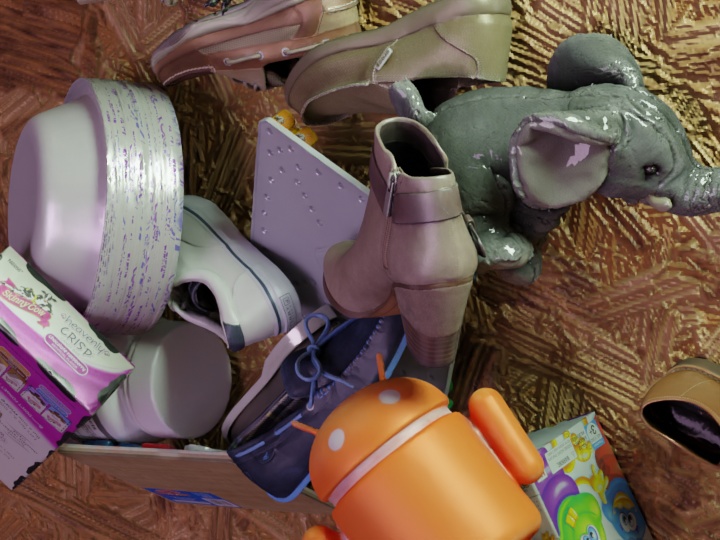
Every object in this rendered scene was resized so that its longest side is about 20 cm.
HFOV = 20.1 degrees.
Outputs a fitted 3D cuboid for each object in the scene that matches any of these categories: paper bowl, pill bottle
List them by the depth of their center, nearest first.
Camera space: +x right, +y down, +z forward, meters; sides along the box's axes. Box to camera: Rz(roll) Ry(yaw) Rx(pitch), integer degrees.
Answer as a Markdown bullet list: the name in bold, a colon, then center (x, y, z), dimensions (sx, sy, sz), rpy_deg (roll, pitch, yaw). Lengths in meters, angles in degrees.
- **paper bowl**: center (-0.214, -0.051, 1.591), dimensions (0.201, 0.104, 0.201), rpy_deg (-178, 90, -69)
- **pill bottle**: center (-0.211, 0.090, 1.700), dimensions (0.200, 0.114, 0.114), rpy_deg (-2, 107, 39)

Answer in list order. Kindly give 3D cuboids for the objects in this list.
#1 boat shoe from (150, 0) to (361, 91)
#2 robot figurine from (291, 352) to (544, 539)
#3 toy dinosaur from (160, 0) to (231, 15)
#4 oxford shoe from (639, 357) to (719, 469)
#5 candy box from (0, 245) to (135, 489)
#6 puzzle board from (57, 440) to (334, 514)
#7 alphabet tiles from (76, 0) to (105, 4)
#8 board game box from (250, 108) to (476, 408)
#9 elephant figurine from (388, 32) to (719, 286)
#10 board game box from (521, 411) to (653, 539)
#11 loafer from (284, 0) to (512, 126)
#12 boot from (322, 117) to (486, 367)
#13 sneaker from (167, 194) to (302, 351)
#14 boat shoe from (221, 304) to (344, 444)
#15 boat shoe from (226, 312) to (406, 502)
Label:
- **boat shoe**: center (-0.079, -0.166, 1.516), dimensions (0.200, 0.076, 0.072), rpy_deg (-18, 99, 43)
- **robot figurine**: center (0.042, 0.158, 1.385), dimensions (0.200, 0.117, 0.144), rpy_deg (51, 129, 12)
- **toy dinosaur**: center (-0.075, -0.231, 1.448), dimensions (0.200, 0.047, 0.088), rpy_deg (-26, 51, 24)
- **oxford shoe**: center (0.277, 0.123, 1.353), dimensions (0.200, 0.071, 0.072), rpy_deg (19, 118, 30)
- **candy box**: center (-0.274, 0.080, 1.596), dimensions (0.136, 0.061, 0.200), rpy_deg (45, 144, -5)
- **puzzle board**: center (-0.128, 0.168, 1.665), dimensions (0.200, 0.151, 0.017), rpy_deg (-1, 69, 39)
- **alphabet tiles**: center (-0.163, -0.274, 1.509), dimensions (0.200, 0.008, 0.168), rpy_deg (-3, 64, 40)
- **board game box**: center (0.000, 0.000, 1.513), dimensions (0.200, 0.026, 0.200), rpy_deg (36, 146, 22)
- **elephant figurine**: center (0.149, -0.085, 1.343), dimensions (0.200, 0.155, 0.142), rpy_deg (-28, 61, 34)
- **board game box**: center (0.149, 0.222, 1.472), dimensions (0.105, 0.103, 0.200), rpy_deg (-23, 92, 41)
- **loafer**: center (0.025, -0.137, 1.436), dimensions (0.200, 0.076, 0.068), rpy_deg (-22, 73, 42)
- **boot**: center (0.024, -0.032, 1.358), dimensions (0.200, 0.070, 0.147), rpy_deg (40, 139, 55)
- **sneaker**: center (-0.124, -0.001, 1.586), dimensions (0.200, 0.071, 0.073), rpy_deg (35, 142, 51)
- **boat shoe**: center (-0.052, 0.101, 1.592), dimensions (0.060, 0.072, 0.202), rpy_deg (46, 144, 9)
- **boat shoe**: center (-0.031, 0.087, 1.470), dimensions (0.069, 0.084, 0.200), rpy_deg (32, 111, -8)
